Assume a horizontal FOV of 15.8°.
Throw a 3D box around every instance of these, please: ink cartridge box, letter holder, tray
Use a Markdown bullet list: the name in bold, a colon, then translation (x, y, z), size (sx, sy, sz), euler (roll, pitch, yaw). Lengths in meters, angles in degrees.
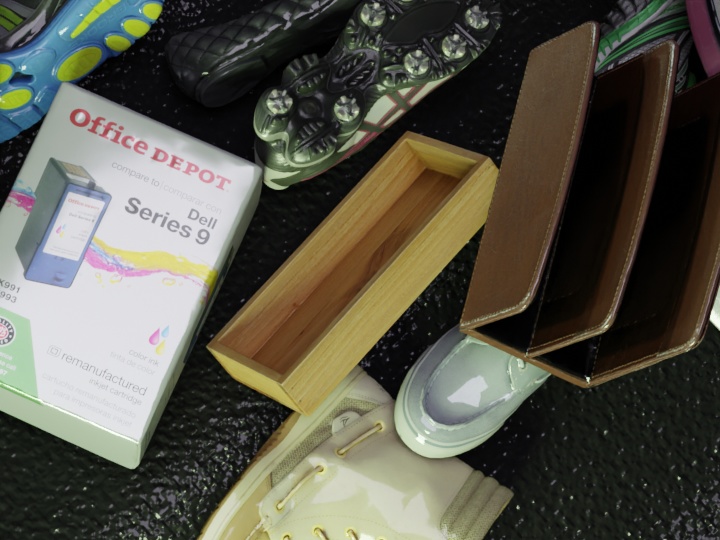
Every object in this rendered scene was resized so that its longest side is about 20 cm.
- **ink cartridge box**: translation (-0.166, 0.002, 1.661), size (0.145, 0.088, 0.201), euler (24, 73, 1)
- **letter holder**: translation (0.158, -0.048, 1.594), size (0.100, 0.142, 0.201), euler (24, 67, -22)
- **tray**: translation (0.000, 0.000, 1.674), size (0.200, 0.098, 0.037), euler (-47, 122, -14)

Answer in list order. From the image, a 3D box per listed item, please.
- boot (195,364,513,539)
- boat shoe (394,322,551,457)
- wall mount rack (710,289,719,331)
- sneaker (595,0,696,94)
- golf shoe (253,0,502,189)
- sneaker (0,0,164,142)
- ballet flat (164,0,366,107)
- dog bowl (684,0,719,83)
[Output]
- **boot**: translation (-0.011, 0.173, 1.643), size (0.155, 0.073, 0.200), euler (38, 66, 4)
- **boat shoe**: translation (0.101, 0.041, 1.667), size (0.070, 0.072, 0.201), euler (46, 61, 9)
- **wall mount rack**: translation (0.279, 0.012, 1.683), size (0.200, 0.075, 0.174), euler (46, 110, 6)
- **sneaker**: translation (0.176, -0.121, 1.732), size (0.085, 0.078, 0.200), euler (40, 77, 1)
- **golf shoe**: translation (0.005, -0.128, 1.716), size (0.200, 0.088, 0.077), euler (-35, 77, -22)
- **sneaker**: translation (-0.219, -0.150, 1.706), size (0.199, 0.071, 0.083), euler (-34, 39, -1)
- **ballet flat**: translation (-0.038, -0.175, 1.729), size (0.199, 0.067, 0.057), euler (-28, 64, -14)
- **dog bowl**: translation (0.283, -0.155, 1.704), size (0.073, 0.200, 0.201), euler (-22, 77, 29)
